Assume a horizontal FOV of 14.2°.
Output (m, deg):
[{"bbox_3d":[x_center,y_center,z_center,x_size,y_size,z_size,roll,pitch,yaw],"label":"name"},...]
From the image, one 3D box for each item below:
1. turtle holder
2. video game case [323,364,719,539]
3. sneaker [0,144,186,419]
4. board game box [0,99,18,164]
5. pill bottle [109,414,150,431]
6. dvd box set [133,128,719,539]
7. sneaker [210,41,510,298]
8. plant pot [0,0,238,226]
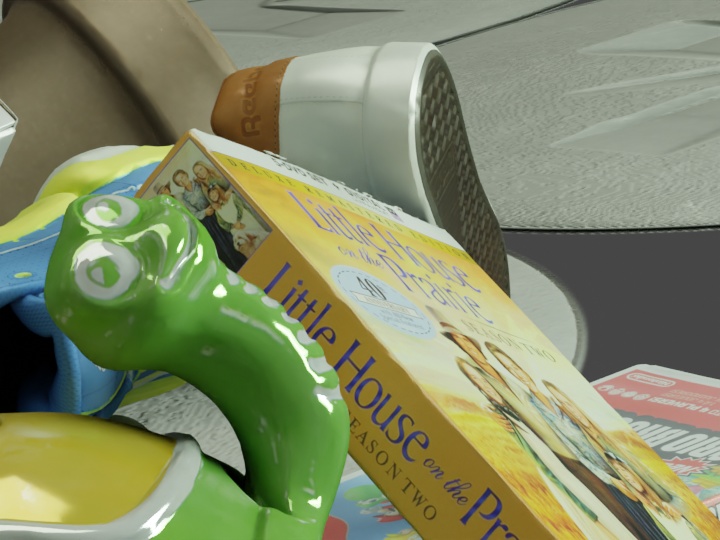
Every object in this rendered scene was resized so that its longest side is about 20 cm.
[{"bbox_3d":[-0.072,0.090,0.683,0.131,0.186,0.141,24,31,-9],"label":"turtle holder"},{"bbox_3d":[0.071,0.077,1.015,0.199,0.018,0.143,-19,17,-32],"label":"video game case"},{"bbox_3d":[-0.075,0.019,0.790,0.199,0.076,0.105,-20,23,-34],"label":"sneaker"},{"bbox_3d":[-0.193,0.024,0.826,0.035,0.126,0.200,44,44,14],"label":"board game box"},{"bbox_3d":[-0.143,0.114,0.809,0.199,0.115,0.114,-17,16,-27],"label":"pill bottle"},{"bbox_3d":[0.041,0.048,0.769,0.200,0.029,0.146,48,14,30],"label":"dvd box set"},{"bbox_3d":[0.000,0.000,0.943,0.084,0.201,0.073,0,48,15],"label":"sneaker"},{"bbox_3d":[-0.140,-0.020,1.252,0.174,0.201,0.200,-32,20,-17],"label":"plant pot"}]
